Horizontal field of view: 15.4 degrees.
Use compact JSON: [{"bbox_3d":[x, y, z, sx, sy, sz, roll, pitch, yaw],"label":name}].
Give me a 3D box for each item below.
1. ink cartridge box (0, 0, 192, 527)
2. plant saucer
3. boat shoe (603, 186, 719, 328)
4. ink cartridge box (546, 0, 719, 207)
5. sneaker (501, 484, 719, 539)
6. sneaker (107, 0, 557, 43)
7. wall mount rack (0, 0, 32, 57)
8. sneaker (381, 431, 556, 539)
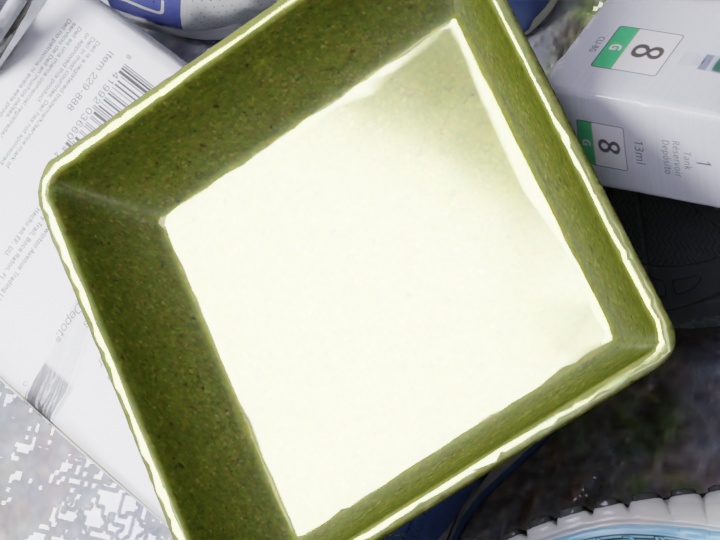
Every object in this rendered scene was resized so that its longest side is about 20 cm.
[{"bbox_3d":[-0.080,0.001,1.082,0.200,0.084,0.146,39,93,29],"label":"ink cartridge box"},{"bbox_3d":[0.000,0.000,0.963,0.200,0.048,0.200,-33,64,18],"label":"plant saucer"},{"bbox_3d":[0.145,-0.019,0.999,0.201,0.065,0.075,15,118,32],"label":"boat shoe"},{"bbox_3d":[0.187,-0.079,0.956,0.199,0.050,0.161,11,43,30],"label":"ink cartridge box"},{"bbox_3d":[0.122,0.126,0.954,0.199,0.078,0.090,-13,73,22],"label":"sneaker"},{"bbox_3d":[-0.025,-0.147,1.084,0.199,0.115,0.081,4,75,26],"label":"sneaker"},{"bbox_3d":[-0.188,-0.113,1.148,0.200,0.074,0.174,-50,15,35],"label":"wall mount rack"},{"bbox_3d":[0.005,0.085,1.018,0.074,0.082,0.200,34,94,28],"label":"sneaker"}]
